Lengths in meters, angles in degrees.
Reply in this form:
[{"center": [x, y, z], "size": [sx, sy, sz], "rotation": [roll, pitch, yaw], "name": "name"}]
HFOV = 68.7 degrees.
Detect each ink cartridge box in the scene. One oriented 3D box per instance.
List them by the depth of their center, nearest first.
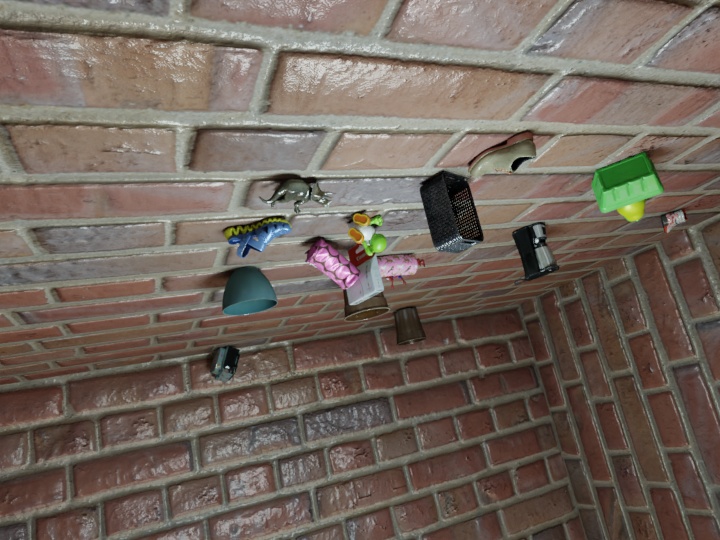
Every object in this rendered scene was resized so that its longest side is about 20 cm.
[{"center": [0.000, 0.000, 1.854], "size": [0.056, 0.205, 0.161], "rotation": [-6, 164, -38], "name": "ink cartridge box"}]

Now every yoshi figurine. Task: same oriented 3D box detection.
[{"center": [0.033, -0.111, 1.691], "size": [0.110, 0.115, 0.200], "rotation": [-23, 166, 11], "name": "yoshi figurine"}]

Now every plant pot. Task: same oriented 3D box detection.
[{"center": [-0.403, 0.067, 1.888], "size": [0.194, 0.139, 0.201], "rotation": [-11, 165, -3], "name": "plant pot"}, {"center": [0.010, 0.087, 2.179], "size": [0.194, 0.204, 0.201], "rotation": [-11, 165, -3], "name": "plant pot"}, {"center": [0.299, 0.348, 3.292], "size": [0.194, 0.204, 0.201], "rotation": [-12, 166, -3], "name": "plant pot"}]

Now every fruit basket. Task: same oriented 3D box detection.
[{"center": [0.887, -0.265, 1.749], "size": [0.209, 0.159, 0.217], "rotation": [-4, 151, -2], "name": "fruit basket"}]

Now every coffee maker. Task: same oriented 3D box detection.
[{"center": [0.703, -0.072, 2.189], "size": [0.187, 0.205, 0.135], "rotation": [-18, 162, 11], "name": "coffee maker"}]

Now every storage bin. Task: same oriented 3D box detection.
[{"center": [0.260, -0.163, 1.508], "size": [0.133, 0.206, 0.093], "rotation": [3, 159, -45], "name": "storage bin"}]

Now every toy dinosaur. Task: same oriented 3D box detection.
[{"center": [-0.168, -0.198, 1.319], "size": [0.197, 0.079, 0.102], "rotation": [8, 143, -41], "name": "toy dinosaur"}]

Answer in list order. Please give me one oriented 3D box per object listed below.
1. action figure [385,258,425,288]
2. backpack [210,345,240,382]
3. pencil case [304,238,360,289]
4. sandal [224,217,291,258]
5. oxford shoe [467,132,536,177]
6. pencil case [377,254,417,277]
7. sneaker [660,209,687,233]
[{"center": [0.194, 0.027, 2.324], "size": [0.197, 0.102, 0.065], "rotation": [-20, 162, 33], "name": "action figure"}, {"center": [-0.819, 0.570, 3.167], "size": [0.149, 0.179, 0.201], "rotation": [15, 138, -16], "name": "backpack"}, {"center": [-0.093, -0.016, 1.786], "size": [0.198, 0.095, 0.090], "rotation": [37, 159, -23], "name": "pencil case"}, {"center": [-0.292, -0.092, 1.524], "size": [0.195, 0.089, 0.080], "rotation": [-16, 163, 2], "name": "sandal"}, {"center": [0.374, -0.288, 1.403], "size": [0.069, 0.077, 0.198], "rotation": [2, 159, -44], "name": "oxford shoe"}, {"center": [0.139, -0.017, 2.142], "size": [0.195, 0.085, 0.086], "rotation": [-6, 163, -26], "name": "pencil case"}, {"center": [1.515, -0.236, 2.537], "size": [0.106, 0.069, 0.200], "rotation": [-18, 161, 28], "name": "sneaker"}]
